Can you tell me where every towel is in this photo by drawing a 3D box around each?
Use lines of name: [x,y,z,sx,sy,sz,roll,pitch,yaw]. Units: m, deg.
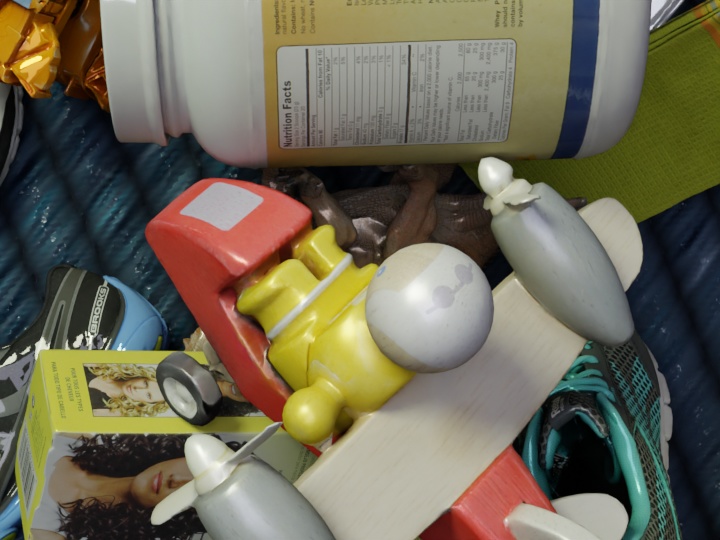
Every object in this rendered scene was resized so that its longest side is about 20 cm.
towel: [0.143,-0.068,0.761,0.199,0.018,0.086,-27,122,27]

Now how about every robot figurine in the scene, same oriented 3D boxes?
robot figurine: [-0.101,-0.171,0.766,0.058,0.145,0.201,31,99,13]

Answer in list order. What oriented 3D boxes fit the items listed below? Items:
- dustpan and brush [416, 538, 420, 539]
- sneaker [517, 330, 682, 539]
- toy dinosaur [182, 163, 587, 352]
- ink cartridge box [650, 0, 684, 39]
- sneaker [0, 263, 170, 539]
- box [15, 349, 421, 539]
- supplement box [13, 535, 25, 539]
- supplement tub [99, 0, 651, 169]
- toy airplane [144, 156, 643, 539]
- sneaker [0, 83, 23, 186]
dustpan and brush: [-0.005,0.152,0.796,0.139,0.057,0.200,-42,74,5]
sneaker: [0.098,0.069,0.750,0.077,0.091,0.201,-19,52,7]
toy dinosaur: [0.000,0.000,0.772,0.198,0.086,0.136,-9,119,2]
ink cartridge box: [0.088,-0.209,0.791,0.200,0.083,0.145,41,90,1]
sneaker: [-0.171,0.083,0.801,0.083,0.071,0.200,38,88,14]
box: [-0.041,0.076,0.741,0.198,0.050,0.076,1,132,-21]
supplement box: [-0.065,0.225,0.727,0.198,0.134,0.202,9,95,18]
supplement tub: [0.003,-0.113,0.677,0.198,0.144,0.146,-2,89,-3]
toy airplane: [0.022,0.049,0.632,0.197,0.141,0.201,4,56,-12]
sneaker: [-0.195,-0.124,0.793,0.073,0.080,0.202,-2,91,-2]
